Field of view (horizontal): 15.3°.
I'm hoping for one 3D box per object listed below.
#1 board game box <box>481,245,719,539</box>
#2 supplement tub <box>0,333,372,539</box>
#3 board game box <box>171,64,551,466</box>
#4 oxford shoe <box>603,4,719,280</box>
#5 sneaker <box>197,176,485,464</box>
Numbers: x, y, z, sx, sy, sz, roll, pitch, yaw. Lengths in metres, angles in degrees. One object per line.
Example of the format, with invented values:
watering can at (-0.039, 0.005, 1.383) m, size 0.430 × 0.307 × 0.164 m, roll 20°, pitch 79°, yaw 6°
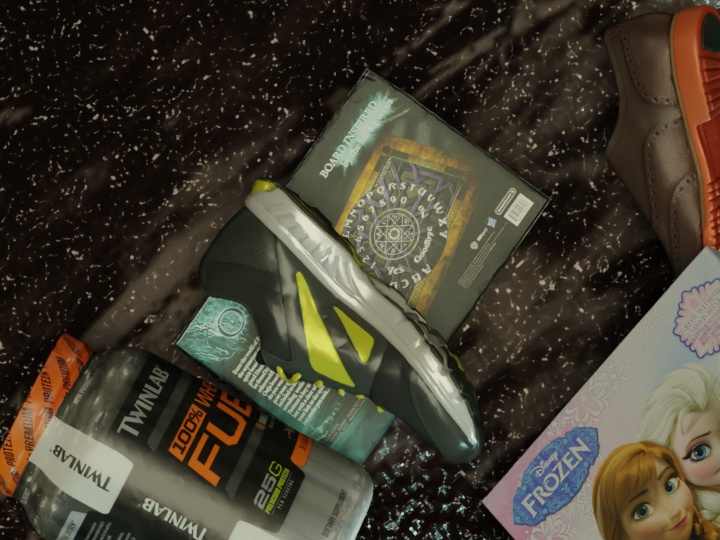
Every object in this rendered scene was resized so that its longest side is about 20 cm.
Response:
board game box at (0.197, 0.126, 1.479) m, size 0.200 × 0.041 × 0.200 m, roll -50°, pitch 60°, yaw 12°
supplement tub at (-0.103, 0.124, 1.519) m, size 0.199 × 0.123 × 0.123 m, roll 28°, pitch 91°, yaw -4°
board game box at (0.000, 0.000, 1.564) m, size 0.135 × 0.028 × 0.201 m, roll 36°, pitch 91°, yaw -3°
oxford shoe at (0.185, -0.052, 1.561) m, size 0.072 × 0.071 × 0.202 m, roll -3°, pitch 98°, yaw 28°
sneaker at (-0.011, 0.041, 1.523) m, size 0.085 × 0.074 × 0.200 m, roll -43°, pitch 85°, yaw 7°
